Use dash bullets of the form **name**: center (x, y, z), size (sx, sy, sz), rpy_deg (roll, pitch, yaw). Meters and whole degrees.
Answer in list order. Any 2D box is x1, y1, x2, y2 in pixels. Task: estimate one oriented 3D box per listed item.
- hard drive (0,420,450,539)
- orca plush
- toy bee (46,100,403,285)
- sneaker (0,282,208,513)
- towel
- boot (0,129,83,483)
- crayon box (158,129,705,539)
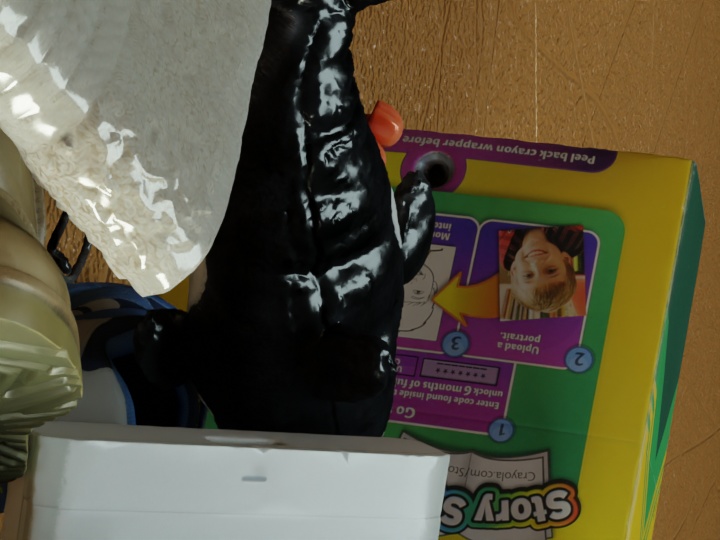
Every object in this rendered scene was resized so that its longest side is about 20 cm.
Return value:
- **hard drive**: center (-0.048, 0.146, 0.718), size (0.131, 0.026, 0.202), rpy_deg (5, 97, -31)
- **orca plush**: center (0.000, 0.000, 0.731), size (0.105, 0.071, 0.201), rpy_deg (-13, 134, -36)
- **toy bee**: center (-0.037, -0.074, 0.775), size (0.200, 0.108, 0.132), rpy_deg (83, 23, -64)
- **sneaker**: center (-0.082, 0.046, 0.829), size (0.200, 0.082, 0.075), rpy_deg (-17, 110, -74)
- **towel**: center (-0.071, -0.098, 0.598), size (0.133, 0.034, 0.201), rpy_deg (49, 27, -27)
- **boot**: center (-0.105, -0.059, 0.630), size (0.175, 0.066, 0.202), rpy_deg (135, -43, -70)
- **crayon box**: center (0.020, 0.035, 0.968), size (0.058, 0.198, 0.174), rpy_deg (65, 35, -62)
